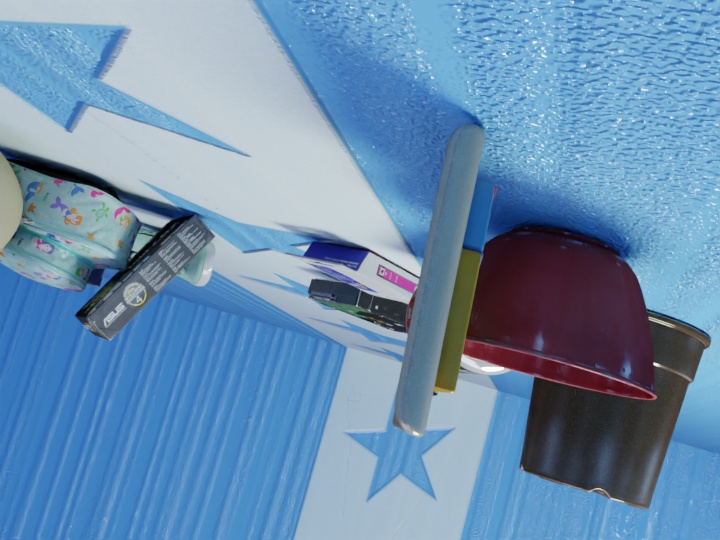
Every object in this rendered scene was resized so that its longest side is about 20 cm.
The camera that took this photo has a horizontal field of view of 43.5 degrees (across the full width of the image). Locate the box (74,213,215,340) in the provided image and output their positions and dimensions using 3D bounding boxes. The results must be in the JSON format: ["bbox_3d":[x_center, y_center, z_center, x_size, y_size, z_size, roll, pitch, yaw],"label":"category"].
[{"bbox_3d":[-0.303,0.009,1.258,0.049,0.200,0.161,49,162,-18],"label":"box"}]

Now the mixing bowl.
[{"bbox_3d":[0.158,0.030,0.755,0.197,0.110,0.200,14,172,2],"label":"mixing bowl"}]

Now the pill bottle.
[{"bbox_3d":[0.124,0.051,0.951,0.114,0.118,0.200,18,171,-9],"label":"pill bottle"}]

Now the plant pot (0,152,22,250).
[{"bbox_3d":[-0.484,-0.082,1.074,0.197,0.204,0.134,13,-177,23],"label":"plant pot"}]

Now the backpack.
[{"bbox_3d":[-0.404,-0.058,1.212,0.196,0.153,0.178,9,164,12],"label":"backpack"}]

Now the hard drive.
[{"bbox_3d":[0.030,0.062,1.447,0.198,0.038,0.139,22,171,-36],"label":"hard drive"}]

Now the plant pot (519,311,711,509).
[{"bbox_3d":[0.277,0.152,1.029,0.197,0.202,0.200,16,173,2],"label":"plant pot"}]

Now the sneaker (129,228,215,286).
[{"bbox_3d":[-0.316,-0.024,1.472,0.117,0.075,0.199,14,177,-32],"label":"sneaker"}]

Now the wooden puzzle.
[{"bbox_3d":[0.056,0.018,0.613,0.037,0.188,0.200,12,172,4],"label":"wooden puzzle"}]

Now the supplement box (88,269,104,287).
[{"bbox_3d":[-0.602,-0.042,1.839,0.109,0.111,0.198,23,170,-40],"label":"supplement box"}]

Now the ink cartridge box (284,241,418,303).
[{"bbox_3d":[0.000,0.000,1.153,0.094,0.038,0.199,12,173,36],"label":"ink cartridge box"}]
